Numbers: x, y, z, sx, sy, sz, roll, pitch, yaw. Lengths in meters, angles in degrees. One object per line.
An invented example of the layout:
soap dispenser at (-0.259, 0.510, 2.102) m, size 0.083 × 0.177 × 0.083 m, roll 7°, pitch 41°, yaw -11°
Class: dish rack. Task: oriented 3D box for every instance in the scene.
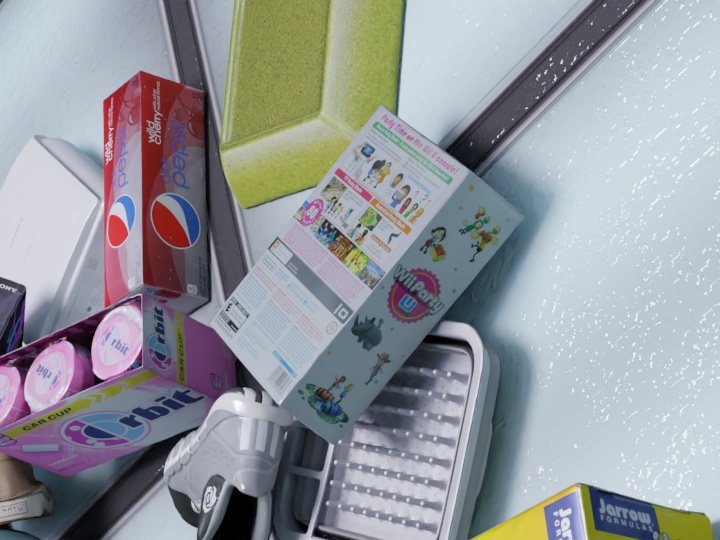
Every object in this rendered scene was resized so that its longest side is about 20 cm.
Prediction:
dish rack at (0.022, 0.118, 1.379) m, size 0.199 × 0.043 × 0.173 m, roll 4°, pitch 80°, yaw 54°

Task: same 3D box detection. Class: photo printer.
photo printer at (-0.277, -0.025, 1.815) m, size 0.200 × 0.069 × 0.167 m, roll 39°, pitch 109°, yaw 52°

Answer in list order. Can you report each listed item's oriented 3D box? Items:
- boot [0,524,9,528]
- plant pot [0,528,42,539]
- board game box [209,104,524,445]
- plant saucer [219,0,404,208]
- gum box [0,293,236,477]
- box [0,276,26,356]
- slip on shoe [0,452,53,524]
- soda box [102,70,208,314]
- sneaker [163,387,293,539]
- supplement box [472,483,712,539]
boot at (-0.365, 0.263, 1.837) m, size 0.201 × 0.074 × 0.097 m, roll -100°, pitch 31°, yaw -42°
plant pot at (-0.300, 0.294, 1.646) m, size 0.201 × 0.199 × 0.134 m, roll -61°, pitch 10°, yaw 17°
board game box at (0.000, 0.000, 1.380) m, size 0.200 × 0.064 × 0.148 m, roll -51°, pitch 33°, yaw 3°
plant saucer at (-0.047, -0.166, 1.578) m, size 0.199 × 0.048 × 0.202 m, roll -15°, pitch 65°, yaw 50°
gum box at (-0.210, 0.096, 1.600) m, size 0.199 × 0.113 × 0.067 m, roll -23°, pitch 57°, yaw 30°
box at (-0.332, 0.118, 1.727) m, size 0.201 × 0.036 × 0.144 m, roll 109°, pitch -179°, yaw -52°
slip on shoe at (-0.305, 0.187, 1.717) m, size 0.200 × 0.075 × 0.061 m, roll 130°, pitch 128°, yaw -81°
soda box at (-0.174, -0.061, 1.689) m, size 0.063 × 0.070 × 0.201 m, roll -31°, pitch 54°, yaw 45°
sneaker at (-0.104, 0.175, 1.451) m, size 0.200 × 0.074 × 0.116 m, roll 118°, pitch 161°, yaw -56°
supplement box at (0.104, 0.217, 1.162) m, size 0.200 × 0.108 × 0.110 m, roll -36°, pitch 50°, yaw 41°
